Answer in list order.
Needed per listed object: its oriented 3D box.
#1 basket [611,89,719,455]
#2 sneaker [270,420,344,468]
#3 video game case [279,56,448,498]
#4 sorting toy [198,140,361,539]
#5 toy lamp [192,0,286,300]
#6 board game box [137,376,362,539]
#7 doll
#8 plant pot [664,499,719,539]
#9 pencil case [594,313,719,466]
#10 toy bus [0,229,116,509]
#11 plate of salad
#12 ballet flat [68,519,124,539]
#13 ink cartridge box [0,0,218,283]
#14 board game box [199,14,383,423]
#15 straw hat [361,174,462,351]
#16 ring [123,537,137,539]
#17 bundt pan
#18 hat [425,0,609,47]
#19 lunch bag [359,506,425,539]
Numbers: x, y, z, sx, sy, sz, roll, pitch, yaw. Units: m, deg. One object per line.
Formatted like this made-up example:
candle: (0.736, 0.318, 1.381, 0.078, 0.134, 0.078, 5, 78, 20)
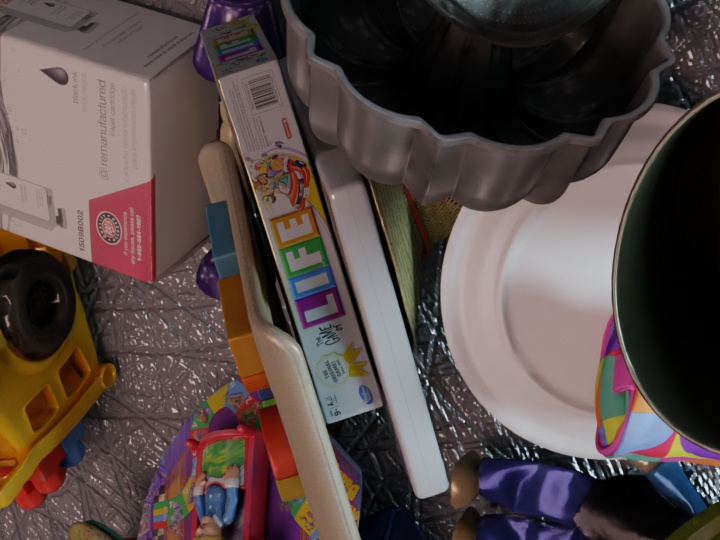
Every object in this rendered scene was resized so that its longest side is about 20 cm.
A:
basket: (0.209, -0.034, 0.984, 0.135, 0.200, 0.182, 17, 116, 14)
sneaker: (-0.079, 0.130, 1.369, 0.085, 0.073, 0.200, 39, 133, 4)
video game case: (0.000, 0.000, 1.175, 0.024, 0.182, 0.201, -17, 120, -3)
sorting toy: (-0.053, 0.050, 1.188, 0.036, 0.200, 0.186, -18, 128, -3)
toy lamp: (-0.073, -0.078, 1.254, 0.058, 0.058, 0.201, 19, 128, 23)
board game box: (-0.083, 0.150, 1.284, 0.159, 0.039, 0.200, -56, 43, 9)
doll: (0.154, 0.166, 1.253, 0.199, 0.048, 0.138, 9, 113, 22)
plant pot: (0.247, 0.221, 1.126, 0.200, 0.200, 0.194, -29, 98, 41)
pencil case: (0.221, 0.067, 1.079, 0.198, 0.089, 0.089, 5, 124, -3)
toy bus: (-0.259, 0.095, 1.393, 0.135, 0.200, 0.193, 0, 125, 34)
plate of salad: (0.140, 0.005, 1.125, 0.198, 0.048, 0.202, -2, 107, -6)
ballet flat: (-0.135, 0.255, 1.410, 0.200, 0.071, 0.071, 43, 132, -2)
ink cartridge box: (-0.191, -0.096, 1.302, 0.199, 0.083, 0.147, 18, 126, 23)
board game box: (-0.040, -0.032, 1.154, 0.034, 0.135, 0.201, -18, 108, -3)
straw hat: (0.039, -0.057, 1.157, 0.084, 0.201, 0.202, -19, 111, -2)
ring: (-0.109, 0.268, 1.475, 0.199, 0.019, 0.201, 26, 143, 22)
bundt pan: (0.053, -0.107, 1.044, 0.201, 0.202, 0.076, 30, 139, 15)
hat: (0.065, -0.208, 1.013, 0.081, 0.200, 0.202, 7, 124, 57)
lunch bag: (0.012, 0.264, 1.336, 0.132, 0.136, 0.201, -19, 108, 21)
